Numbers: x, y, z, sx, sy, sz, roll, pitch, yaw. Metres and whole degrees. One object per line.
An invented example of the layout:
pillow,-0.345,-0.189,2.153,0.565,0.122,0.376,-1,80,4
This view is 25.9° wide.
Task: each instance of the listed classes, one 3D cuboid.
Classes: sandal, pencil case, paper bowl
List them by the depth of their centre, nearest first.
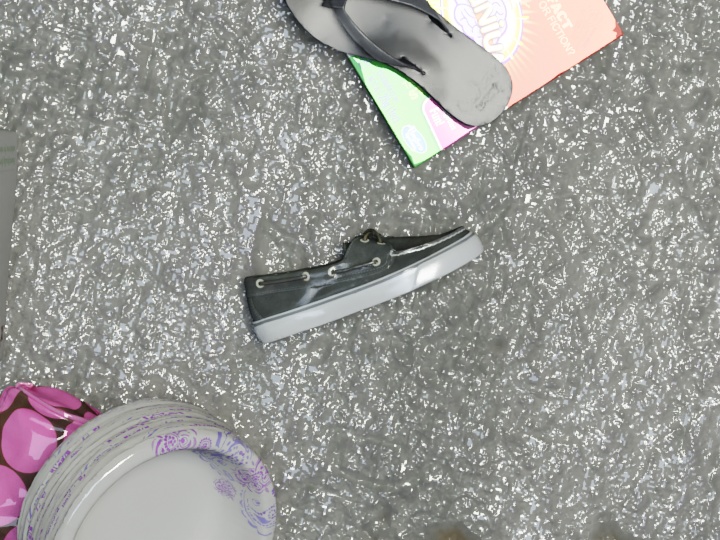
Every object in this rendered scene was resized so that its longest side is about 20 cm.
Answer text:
sandal,0.033,-0.185,1.213,0.199,0.043,0.077,30,94,-2
paper bowl,-0.174,0.196,1.228,0.199,0.104,0.203,-17,121,-31
pencil case,-0.290,0.184,1.263,0.093,0.091,0.201,31,92,2

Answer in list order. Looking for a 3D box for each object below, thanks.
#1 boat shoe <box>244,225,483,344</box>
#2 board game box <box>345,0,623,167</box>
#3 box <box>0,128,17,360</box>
boat shoe,0.000,0.000,1.258,0.198,0.069,0.057,-21,94,4
board game box,0.087,-0.200,1.254,0.199,0.040,0.154,-32,94,2
box,-0.367,-0.016,1.188,0.169,0.199,0.203,6,95,-1
